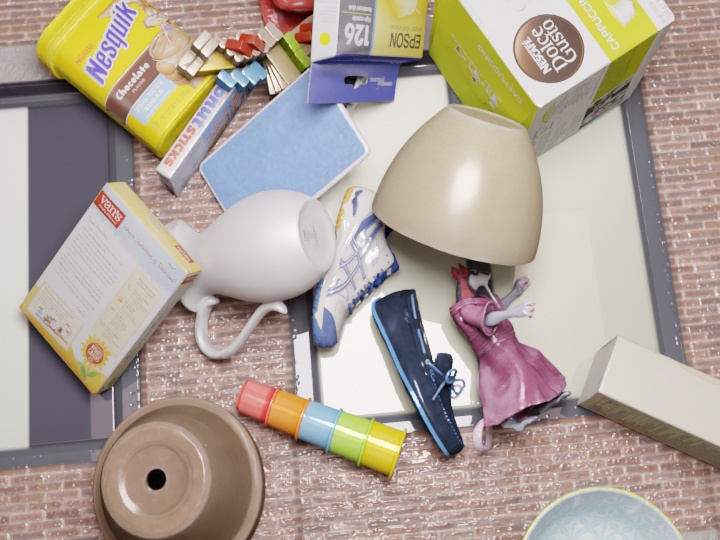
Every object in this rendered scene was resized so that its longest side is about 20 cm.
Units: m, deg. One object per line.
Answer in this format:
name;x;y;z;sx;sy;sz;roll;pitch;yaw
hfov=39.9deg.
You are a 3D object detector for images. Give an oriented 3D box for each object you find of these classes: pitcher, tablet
pitcher;-0.124;0.005;1.135;0.197;0.121;0.175;-13;90;30
tablet;-0.094;-0.133;1.196;0.199;0.014;0.131;-37;79;17

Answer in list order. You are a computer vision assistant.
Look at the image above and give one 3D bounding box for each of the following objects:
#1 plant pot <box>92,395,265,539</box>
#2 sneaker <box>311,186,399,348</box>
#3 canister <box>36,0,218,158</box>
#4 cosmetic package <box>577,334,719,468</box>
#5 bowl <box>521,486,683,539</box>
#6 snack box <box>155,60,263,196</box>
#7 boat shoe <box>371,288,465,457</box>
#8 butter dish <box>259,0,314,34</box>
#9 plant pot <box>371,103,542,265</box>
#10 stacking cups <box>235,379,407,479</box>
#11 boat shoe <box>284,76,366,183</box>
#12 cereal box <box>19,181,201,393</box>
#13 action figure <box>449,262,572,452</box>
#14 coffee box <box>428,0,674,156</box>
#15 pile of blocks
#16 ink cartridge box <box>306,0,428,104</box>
plant pot;-0.205;0.230;1.064;0.196;0.175;0.205;0;77;0
sneaker;0.000;0.000;1.176;0.086;0.075;0.204;16;77;3
canister;-0.277;-0.254;1.231;0.199;0.087;0.149;38;79;7
cosmetic package;0.359;0.154;1.128;0.197;0.104;0.074;25;75;4
bowl;0.254;0.341;1.076;0.196;0.108;0.204;0;76;0
snack box;-0.181;-0.187;1.221;0.024;0.072;0.202;31;77;6
boat shoe;0.078;0.112;1.144;0.068;0.084;0.203;-25;80;-2
butter dish;-0.049;-0.388;1.194;0.196;0.148;0.203;-4;108;10
plant pot;0.124;-0.108;1.120;0.197;0.201;0.137;18;108;4
stacking cups;-0.046;0.173;1.139;0.197;0.061;0.061;22;76;5
boat shoe;-0.047;-0.183;1.223;0.071;0.069;0.202;32;78;7
cereal box;-0.288;0.021;1.137;0.144;0.039;0.200;46;110;11
action figure;0.154;0.084;1.156;0.148;0.134;0.202;-37;79;15
coffee box;0.214;-0.278;1.184;0.196;0.200;0.201;-32;78;-8
pile of blocks;-0.116;-0.252;1.174;0.196;0.062;0.084;-16;92;-18
ink cartridge box;0.015;-0.295;1.151;0.046;0.196;0.204;11;105;31
